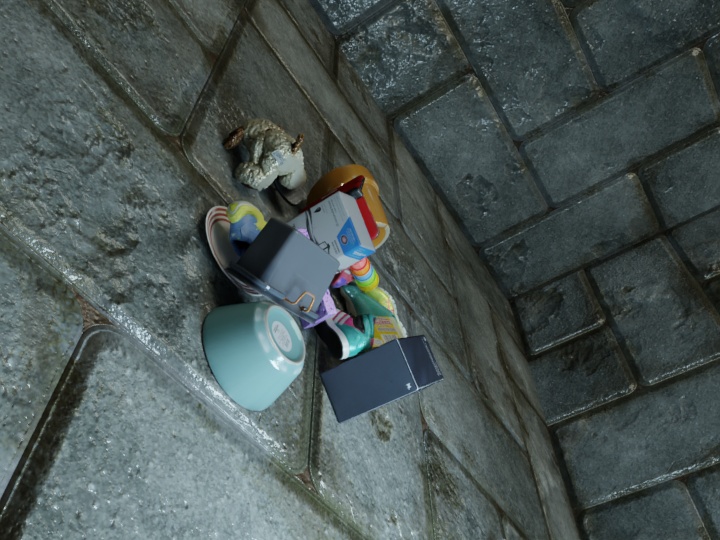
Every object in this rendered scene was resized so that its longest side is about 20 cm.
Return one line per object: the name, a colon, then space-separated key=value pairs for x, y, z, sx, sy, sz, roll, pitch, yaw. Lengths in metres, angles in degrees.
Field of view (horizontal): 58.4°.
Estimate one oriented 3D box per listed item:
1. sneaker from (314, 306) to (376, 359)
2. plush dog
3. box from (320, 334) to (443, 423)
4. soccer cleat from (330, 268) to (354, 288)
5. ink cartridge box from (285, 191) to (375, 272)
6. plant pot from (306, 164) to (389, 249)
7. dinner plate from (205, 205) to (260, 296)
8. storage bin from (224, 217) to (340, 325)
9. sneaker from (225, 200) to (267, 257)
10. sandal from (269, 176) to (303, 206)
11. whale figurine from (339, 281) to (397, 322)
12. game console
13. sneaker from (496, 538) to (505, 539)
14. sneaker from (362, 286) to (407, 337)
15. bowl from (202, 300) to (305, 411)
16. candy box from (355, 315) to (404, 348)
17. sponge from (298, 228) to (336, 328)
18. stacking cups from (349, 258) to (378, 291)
sneaker: x=-0.027 y=0.118 z=1.435 sx=0.120 sy=0.084 sz=0.200 roll=-5 pitch=33 yaw=-25
plush dog: x=-0.216 y=-0.293 z=1.509 sx=0.200 sy=0.161 sz=0.172 roll=-13 pitch=52 yaw=-49
box: x=0.052 y=0.235 z=1.428 sx=0.124 sy=0.200 sz=0.198 roll=66 pitch=19 yaw=11
soccer cleat: x=-0.035 y=0.004 z=1.674 sx=0.076 sy=0.067 sz=0.200 roll=47 pitch=18 yaw=-13
ink cartridge box: x=-0.087 y=-0.067 z=1.484 sx=0.084 sy=0.200 sz=0.146 roll=13 pitch=51 yaw=-63
plant pot: x=-0.017 y=-0.147 z=1.719 sx=0.200 sy=0.200 sz=0.184 roll=29 pitch=25 yaw=-58
dinner plate: x=-0.248 y=-0.036 z=1.291 sx=0.200 sy=0.024 sz=0.200 roll=50 pitch=22 yaw=-29
storage bin: x=-0.130 y=0.000 z=1.221 sx=0.145 sy=0.135 sz=0.200 roll=29 pitch=-5 yaw=40
sneaker: x=-0.208 y=-0.054 z=1.307 sx=0.200 sy=0.075 sz=0.105 roll=38 pitch=49 yaw=-50
sandal: x=-0.211 y=-0.238 z=1.615 sx=0.075 sy=0.045 sz=0.200 roll=-25 pitch=72 yaw=-43
whale figurine: x=0.025 y=0.110 z=1.680 sx=0.200 sy=0.104 sz=0.159 roll=61 pitch=19 yaw=4
game console: x=-0.055 y=-0.120 z=1.587 sx=0.119 sy=0.200 sz=0.173 roll=56 pitch=19 yaw=-19
sneaker: x=0.382 y=0.805 z=1.702 sx=0.115 sy=0.075 sz=0.200 roll=60 pitch=15 yaw=4
sneaker: x=0.063 y=0.133 z=1.795 sx=0.200 sy=0.078 sz=0.090 roll=59 pitch=26 yaw=-5
bowl: x=-0.171 y=0.134 z=1.136 sx=0.201 sy=0.105 sz=0.201 roll=52 pitch=20 yaw=-29
candy box: x=0.015 y=0.152 z=1.543 sx=0.199 sy=0.026 sz=0.102 roll=5 pitch=37 yaw=-32
sponge: x=-0.121 y=0.018 z=1.404 sx=0.030 sy=0.111 sz=0.201 roll=-12 pitch=77 yaw=-36
stacking cups: x=0.000 y=0.000 z=1.589 sx=0.200 sy=0.060 sz=0.061 roll=54 pitch=14 yaw=-71
